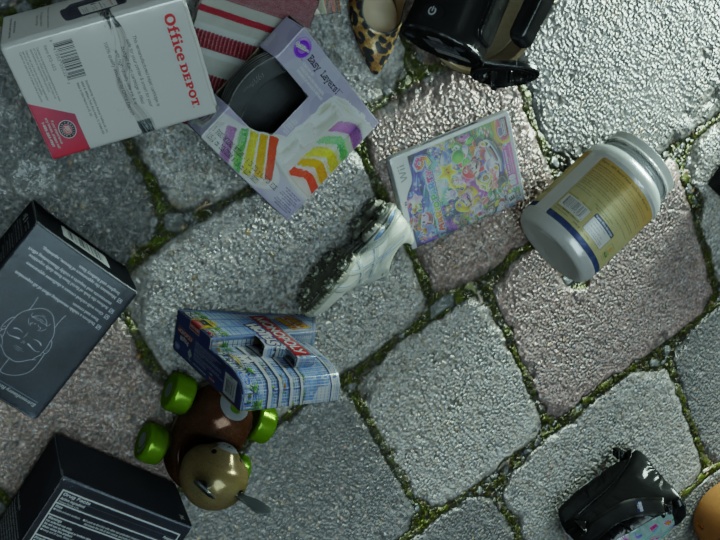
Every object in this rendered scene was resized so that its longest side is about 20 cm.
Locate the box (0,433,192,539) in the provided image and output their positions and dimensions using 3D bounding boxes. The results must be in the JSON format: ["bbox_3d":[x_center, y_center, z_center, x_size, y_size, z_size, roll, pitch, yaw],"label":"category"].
[{"bbox_3d":[-0.366,0.359,1.158,0.199,0.123,0.199,33,94,-30],"label":"box"}]

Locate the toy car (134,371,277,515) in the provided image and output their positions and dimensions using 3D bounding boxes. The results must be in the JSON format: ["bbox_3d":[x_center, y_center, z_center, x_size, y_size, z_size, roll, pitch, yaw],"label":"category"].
[{"bbox_3d":[-0.188,0.251,1.155,0.163,0.200,0.159,26,96,-28],"label":"toy car"}]

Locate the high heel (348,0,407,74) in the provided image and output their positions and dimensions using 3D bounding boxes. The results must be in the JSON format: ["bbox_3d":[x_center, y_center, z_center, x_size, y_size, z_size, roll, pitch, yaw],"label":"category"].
[{"bbox_3d":[0.041,-0.343,1.085,0.071,0.142,0.202,-4,109,-22],"label":"high heel"}]

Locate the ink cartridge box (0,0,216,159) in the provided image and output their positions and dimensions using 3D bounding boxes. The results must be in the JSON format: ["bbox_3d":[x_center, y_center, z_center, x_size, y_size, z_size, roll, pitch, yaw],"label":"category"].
[{"bbox_3d":[-0.279,-0.232,0.981,0.198,0.085,0.146,-18,131,-6],"label":"ink cartridge box"}]

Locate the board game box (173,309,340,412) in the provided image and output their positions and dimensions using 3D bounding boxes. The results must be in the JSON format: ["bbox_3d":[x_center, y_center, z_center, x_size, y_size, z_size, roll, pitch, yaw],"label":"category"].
[{"bbox_3d":[-0.118,0.110,1.166,0.198,0.199,0.062,-2,110,-38],"label":"board game box"}]

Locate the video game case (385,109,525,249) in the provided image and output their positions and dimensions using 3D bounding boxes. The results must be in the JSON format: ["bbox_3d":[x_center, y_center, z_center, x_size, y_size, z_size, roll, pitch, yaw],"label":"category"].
[{"bbox_3d":[0.143,-0.133,1.271,0.198,0.018,0.145,-23,116,-14],"label":"video game case"}]

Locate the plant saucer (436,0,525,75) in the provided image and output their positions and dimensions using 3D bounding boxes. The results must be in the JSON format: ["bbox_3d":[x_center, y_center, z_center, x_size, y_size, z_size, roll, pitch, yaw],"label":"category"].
[{"bbox_3d":[0.163,-0.371,1.193,0.198,0.029,0.203,-7,109,-21],"label":"plant saucer"}]

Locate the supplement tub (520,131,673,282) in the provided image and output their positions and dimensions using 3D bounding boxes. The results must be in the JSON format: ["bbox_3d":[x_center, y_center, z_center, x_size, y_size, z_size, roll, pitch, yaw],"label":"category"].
[{"bbox_3d":[0.355,-0.097,1.304,0.200,0.144,0.145,-42,118,-4],"label":"supplement tub"}]

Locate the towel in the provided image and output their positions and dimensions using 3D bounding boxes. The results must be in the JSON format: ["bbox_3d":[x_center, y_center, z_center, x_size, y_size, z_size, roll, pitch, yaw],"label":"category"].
[{"bbox_3d":[-0.149,-0.264,1.077,0.143,0.023,0.201,11,117,-27],"label":"towel"}]

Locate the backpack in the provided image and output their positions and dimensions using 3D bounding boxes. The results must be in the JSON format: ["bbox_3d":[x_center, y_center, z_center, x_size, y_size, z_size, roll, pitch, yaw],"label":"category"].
[{"bbox_3d":[0.451,0.430,1.523,0.199,0.167,0.127,-33,122,-3],"label":"backpack"}]

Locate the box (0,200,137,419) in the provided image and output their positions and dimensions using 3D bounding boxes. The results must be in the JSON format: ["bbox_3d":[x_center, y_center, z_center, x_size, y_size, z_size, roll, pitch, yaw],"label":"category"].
[{"bbox_3d":[-0.395,0.047,1.049,0.148,0.107,0.201,40,88,-29],"label":"box"}]

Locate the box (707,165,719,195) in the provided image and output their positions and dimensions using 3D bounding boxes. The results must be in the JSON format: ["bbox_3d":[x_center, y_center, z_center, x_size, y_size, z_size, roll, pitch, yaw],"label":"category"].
[{"bbox_3d":[0.707,-0.147,1.477,0.199,0.079,0.142,32,90,-29],"label":"box"}]

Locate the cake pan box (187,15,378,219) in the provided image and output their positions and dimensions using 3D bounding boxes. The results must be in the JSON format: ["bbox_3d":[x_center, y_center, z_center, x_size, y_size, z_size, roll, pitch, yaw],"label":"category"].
[{"bbox_3d":[-0.095,-0.190,1.099,0.184,0.052,0.200,-47,136,-3],"label":"cake pan box"}]

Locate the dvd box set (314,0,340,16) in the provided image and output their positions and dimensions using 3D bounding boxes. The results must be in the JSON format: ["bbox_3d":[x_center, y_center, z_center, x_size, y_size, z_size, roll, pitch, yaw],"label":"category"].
[{"bbox_3d":[-0.102,-0.411,1.064,0.145,0.029,0.202,-13,112,-19],"label":"dvd box set"}]

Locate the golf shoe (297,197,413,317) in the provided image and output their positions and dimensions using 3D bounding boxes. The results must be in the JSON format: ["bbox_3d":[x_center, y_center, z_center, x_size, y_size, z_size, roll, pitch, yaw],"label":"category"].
[{"bbox_3d":[0.000,0.000,1.224,0.200,0.078,0.097,-48,123,-1],"label":"golf shoe"}]

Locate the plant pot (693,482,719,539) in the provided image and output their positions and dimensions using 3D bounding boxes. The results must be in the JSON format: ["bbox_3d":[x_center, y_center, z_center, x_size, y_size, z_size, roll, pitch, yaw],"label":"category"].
[{"bbox_3d":[0.743,0.500,1.677,0.198,0.140,0.203,-8,111,-21],"label":"plant pot"}]

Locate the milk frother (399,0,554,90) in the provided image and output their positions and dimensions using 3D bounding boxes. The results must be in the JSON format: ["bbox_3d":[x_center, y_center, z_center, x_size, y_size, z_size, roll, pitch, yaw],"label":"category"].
[{"bbox_3d":[0.173,-0.352,1.127,0.179,0.200,0.190,24,93,12],"label":"milk frother"}]
